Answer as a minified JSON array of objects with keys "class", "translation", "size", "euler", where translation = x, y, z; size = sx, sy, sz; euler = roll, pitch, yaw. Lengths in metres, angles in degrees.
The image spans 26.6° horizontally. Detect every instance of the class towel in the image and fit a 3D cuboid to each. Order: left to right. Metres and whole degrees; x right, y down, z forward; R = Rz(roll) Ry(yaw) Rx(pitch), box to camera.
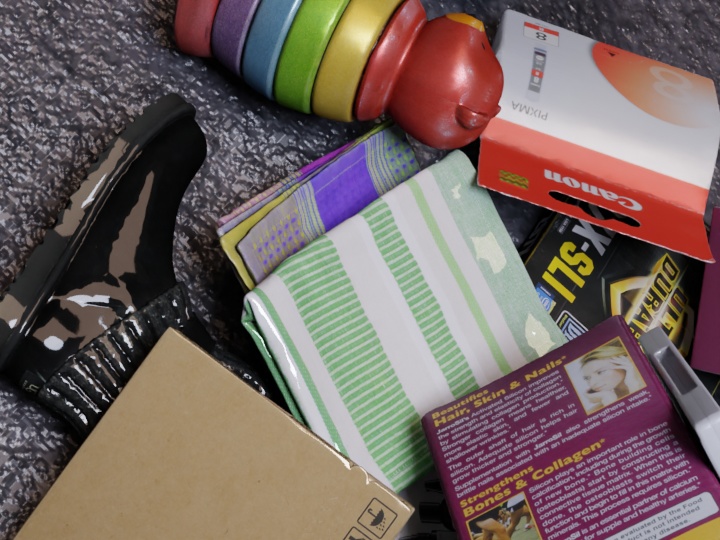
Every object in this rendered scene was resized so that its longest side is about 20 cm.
[{"class":"towel","translation":[0.000,0.000,0.928],"size":[0.200,0.023,0.144],"euler":[-36,104,-47]},{"class":"towel","translation":[0.031,0.034,0.891],"size":[0.199,0.023,0.153],"euler":[-33,97,-37]}]

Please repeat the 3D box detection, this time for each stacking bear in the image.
[{"class":"stacking bear","translation":[-0.004,-0.143,0.939],"size":[0.199,0.121,0.114],"euler":[27,100,8]}]

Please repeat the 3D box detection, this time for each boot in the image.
[{"class":"boot","translation":[-0.107,0.018,0.871],"size":[0.157,0.079,0.212],"euler":[34,66,-5]}]

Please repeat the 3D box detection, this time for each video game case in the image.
[{"class":"video game case","translation":[0.200,0.114,0.810],"size":[0.018,0.200,0.144],"euler":[-29,97,7]}]

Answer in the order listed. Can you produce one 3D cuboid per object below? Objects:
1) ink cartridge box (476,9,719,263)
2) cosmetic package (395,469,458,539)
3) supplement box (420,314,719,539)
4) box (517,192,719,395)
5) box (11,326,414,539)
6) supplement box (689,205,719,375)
[{"class":"ink cartridge box","translation":[0.158,-0.094,1.000],"size":[0.161,0.050,0.200],"euler":[18,29,-4]},{"class":"cosmetic package","translation":[0.045,0.217,0.883],"size":[0.082,0.051,0.202],"euler":[6,67,-24]},{"class":"supplement box","translation":[0.123,0.135,0.785],"size":[0.104,0.130,0.200],"euler":[58,9,-29]},{"class":"box","translation":[0.173,0.032,1.027],"size":[0.159,0.049,0.200],"euler":[40,58,-5]},{"class":"box","translation":[-0.094,0.156,0.793],"size":[0.163,0.021,0.201],"euler":[37,87,0]},{"class":"supplement box","translation":[0.316,0.021,1.024],"size":[0.199,0.085,0.111],"euler":[4,96,-45]}]
